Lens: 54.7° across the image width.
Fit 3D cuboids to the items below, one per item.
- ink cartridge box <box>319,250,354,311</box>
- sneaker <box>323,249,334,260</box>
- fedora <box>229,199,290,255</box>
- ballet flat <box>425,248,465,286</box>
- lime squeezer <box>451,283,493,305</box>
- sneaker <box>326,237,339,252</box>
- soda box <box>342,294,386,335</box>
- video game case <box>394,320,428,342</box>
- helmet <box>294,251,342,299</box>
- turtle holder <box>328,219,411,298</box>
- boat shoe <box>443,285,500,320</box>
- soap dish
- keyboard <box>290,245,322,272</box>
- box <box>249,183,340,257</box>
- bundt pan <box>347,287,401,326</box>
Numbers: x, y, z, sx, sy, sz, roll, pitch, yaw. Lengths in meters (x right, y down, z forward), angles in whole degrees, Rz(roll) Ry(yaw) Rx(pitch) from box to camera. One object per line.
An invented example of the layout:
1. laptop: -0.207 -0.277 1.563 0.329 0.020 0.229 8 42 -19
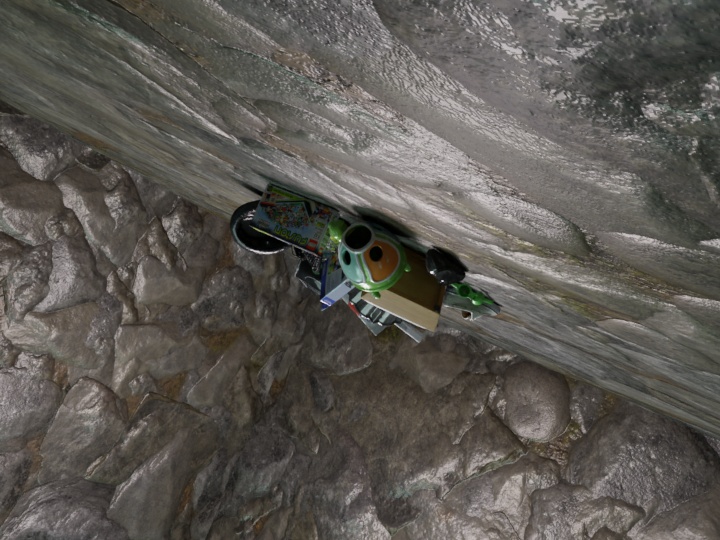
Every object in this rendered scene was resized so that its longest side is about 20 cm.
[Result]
1. ink cartridge box: -0.044 0.001 1.673 0.041 0.121 0.199 25 136 -26
2. sneaker: -0.043 -0.073 1.795 0.196 0.089 0.075 0 -164 -30
3. fedora: -0.265 -0.139 1.943 0.198 0.201 0.092 26 -149 -26
4. ballet flat: 0.189 -0.005 1.523 0.065 0.058 0.200 -22 163 13
5. lime squeezer: 0.277 0.051 1.779 0.197 0.038 0.071 26 -152 -22
6. sneaker: -0.061 -0.087 1.690 0.076 0.077 0.199 21 176 43
7. soda box: 0.001 0.078 1.908 0.201 0.063 0.068 49 -168 -12
8. video game case: 0.101 0.114 1.845 0.181 0.023 0.200 37 -171 8
9. helmet: -0.080 -0.008 2.023 0.188 0.203 0.200 25 176 -1
10. turtle holder: 0.015 -0.049 1.487 0.132 0.139 0.188 51 -163 -48
11. boat shoe: 0.296 0.098 1.871 0.198 0.071 0.070 21 -179 -37
12. soap dish: 0.111 0.030 1.625 0.197 0.160 0.081 25 148 -12
13. keyboard: -0.156 -0.075 1.731 0.202 0.039 0.105 58 154 31
14. box: -0.153 -0.117 1.604 0.197 0.112 0.035 22 176 26
15. bundt pan: 0.064 0.028 1.703 0.199 0.205 0.076 25 144 -14
